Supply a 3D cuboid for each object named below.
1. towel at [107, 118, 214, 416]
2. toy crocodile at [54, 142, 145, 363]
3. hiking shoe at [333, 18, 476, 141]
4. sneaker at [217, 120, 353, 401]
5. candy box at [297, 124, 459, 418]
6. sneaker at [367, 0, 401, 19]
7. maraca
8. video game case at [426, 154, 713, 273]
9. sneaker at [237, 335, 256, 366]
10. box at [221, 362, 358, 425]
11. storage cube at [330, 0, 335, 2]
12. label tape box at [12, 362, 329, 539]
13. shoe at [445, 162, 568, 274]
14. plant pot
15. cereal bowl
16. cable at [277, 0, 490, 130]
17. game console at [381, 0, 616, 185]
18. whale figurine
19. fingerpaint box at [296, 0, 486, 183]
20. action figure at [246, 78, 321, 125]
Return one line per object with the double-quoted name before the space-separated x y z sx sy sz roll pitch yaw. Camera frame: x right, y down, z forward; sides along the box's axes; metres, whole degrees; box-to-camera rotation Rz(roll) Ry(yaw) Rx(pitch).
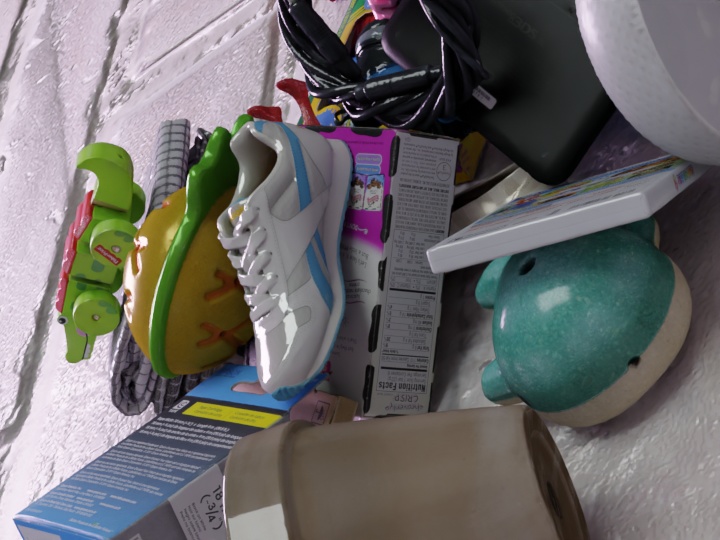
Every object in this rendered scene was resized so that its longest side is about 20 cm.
"towel" -0.145 0.000 1.709 0.166 0.085 0.200 -95 20 -54
"toy crocodile" -0.208 -0.011 1.656 0.068 0.062 0.200 -90 16 -49
"hiking shoe" 0.087 -0.125 1.563 0.199 0.074 0.087 7 65 17
"sneaker" -0.058 -0.007 1.444 0.076 0.081 0.201 -33 47 48
"candy box" 0.000 0.000 1.508 0.136 0.061 0.201 9 92 56
"sneaker" 0.041 -0.237 1.576 0.095 0.200 0.079 -19 74 4
"maraca" -0.112 -0.015 1.535 0.137 0.107 0.201 -43 -30 -66
"video game case" 0.138 -0.041 1.352 0.143 0.018 0.200 -16 6 23
"sneaker" -0.074 0.029 1.652 0.083 0.072 0.200 -39 30 22
"box" -0.083 0.171 1.490 0.163 0.021 0.201 11 81 57
"storage cube" 0.001 -0.380 1.920 0.171 0.180 0.200 -11 46 48
"label tape box" -0.118 0.145 1.455 0.200 0.063 0.144 -35 20 -28
"shoe" 0.069 -0.036 1.537 0.200 0.053 0.070 -21 23 37
"plant pot" 0.039 0.163 1.252 0.173 0.200 0.200 -21 36 12
"cereal bowl" 0.205 -0.158 1.362 0.083 0.200 0.201 -22 39 42
"cable" 0.007 -0.170 1.484 0.200 0.164 0.051 33 45 28
"game console" 0.146 -0.171 1.514 0.200 0.116 0.176 43 106 35
"whale figurine" 0.124 0.014 1.365 0.159 0.104 0.200 -48 28 3
"fingerpaint box" 0.040 -0.156 1.710 0.167 0.073 0.200 -13 46 46
"action figure" -0.036 -0.049 1.640 0.065 0.052 0.201 -36 67 35
